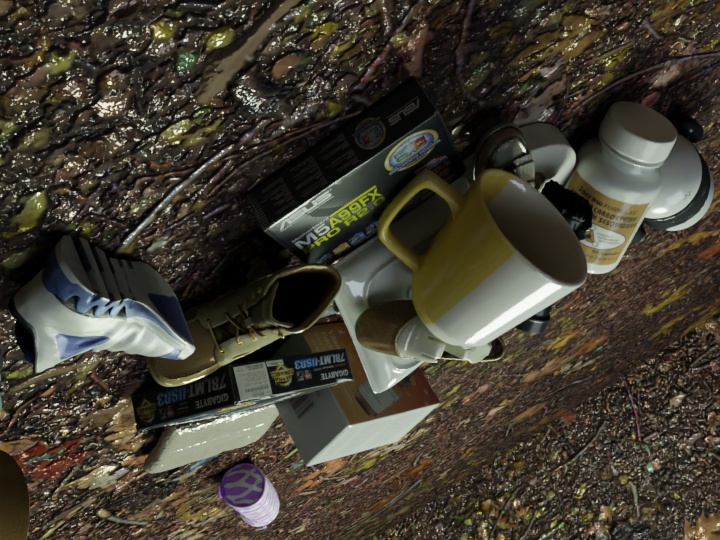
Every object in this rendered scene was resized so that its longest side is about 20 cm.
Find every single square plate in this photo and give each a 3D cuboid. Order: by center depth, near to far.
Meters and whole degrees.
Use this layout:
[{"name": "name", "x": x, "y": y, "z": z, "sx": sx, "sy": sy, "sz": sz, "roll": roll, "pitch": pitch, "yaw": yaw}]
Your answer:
[{"name": "square plate", "x": 0.072, "y": 0.025, "z": 1.080, "sx": 0.199, "sy": 0.028, "sz": 0.200, "roll": -35, "pitch": 130, "yaw": -15}]

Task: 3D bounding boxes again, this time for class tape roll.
[{"name": "tape roll", "x": 0.171, "y": -0.098, "z": 1.159, "sx": 0.201, "sy": 0.037, "sz": 0.203, "roll": -26, "pitch": 157, "yaw": -12}]

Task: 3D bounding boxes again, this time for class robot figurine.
[{"name": "robot figurine", "x": 0.420, "y": -0.124, "z": 1.317, "sx": 0.123, "sy": 0.153, "sz": 0.199, "roll": -10, "pitch": 169, "yaw": 27}]

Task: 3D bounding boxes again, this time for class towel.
[{"name": "towel", "x": -0.206, "y": 0.226, "z": 1.359, "sx": 0.198, "sy": 0.035, "sz": 0.133, "roll": -11, "pitch": 149, "yaw": -39}]

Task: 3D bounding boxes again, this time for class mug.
[{"name": "mug", "x": 0.120, "y": -0.014, "z": 0.991, "sx": 0.153, "sy": 0.187, "sz": 0.149, "roll": -46, "pitch": 167, "yaw": 33}]

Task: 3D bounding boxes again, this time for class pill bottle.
[{"name": "pill bottle", "x": 0.316, "y": -0.105, "z": 1.203, "sx": 0.113, "sy": 0.115, "sz": 0.202, "roll": -14, "pitch": 139, "yaw": -35}]

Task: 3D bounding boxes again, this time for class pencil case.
[{"name": "pencil case", "x": -0.195, "y": 0.400, "z": 1.680, "sx": 0.084, "sy": 0.085, "sz": 0.201, "roll": -5, "pitch": 154, "yaw": -1}]

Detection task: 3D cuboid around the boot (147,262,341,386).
[{"name": "boot", "x": -0.121, "y": 0.055, "z": 0.981, "sx": 0.198, "sy": 0.074, "sz": 0.155, "roll": -26, "pitch": -177, "yaw": -21}]

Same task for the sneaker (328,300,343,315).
[{"name": "sneaker", "x": 0.027, "y": 0.005, "z": 1.132, "sx": 0.198, "sy": 0.080, "sz": 0.090, "roll": -9, "pitch": -178, "yaw": -30}]

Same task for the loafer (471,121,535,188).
[{"name": "loafer", "x": 0.168, "y": -0.079, "z": 1.057, "sx": 0.071, "sy": 0.063, "sz": 0.201, "roll": -23, "pitch": 147, "yaw": -8}]

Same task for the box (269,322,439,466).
[{"name": "box", "x": -0.014, "y": 0.162, "z": 1.311, "sx": 0.199, "sy": 0.153, "sz": 0.106, "roll": -4, "pitch": 146, "yaw": -49}]

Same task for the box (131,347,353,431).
[{"name": "box", "x": -0.144, "y": 0.146, "z": 1.163, "sx": 0.198, "sy": 0.050, "sz": 0.197, "roll": -20, "pitch": 167, "yaw": 39}]

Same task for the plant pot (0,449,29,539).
[{"name": "plant pot", "x": -0.457, "y": 0.243, "z": 0.908, "sx": 0.185, "sy": 0.188, "sz": 0.200, "roll": -36, "pitch": 145, "yaw": 13}]

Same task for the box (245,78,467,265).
[{"name": "box", "x": 0.002, "y": -0.087, "z": 0.952, "sx": 0.199, "sy": 0.045, "sz": 0.160, "roll": -34, "pitch": 159, "yaw": 5}]

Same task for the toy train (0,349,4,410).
[{"name": "toy train", "x": -0.371, "y": 0.105, "z": 0.835, "sx": 0.113, "sy": 0.085, "sz": 0.201, "roll": -30, "pitch": 160, "yaw": -29}]

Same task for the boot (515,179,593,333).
[{"name": "boot", "x": 0.218, "y": -0.033, "z": 1.175, "sx": 0.072, "sy": 0.199, "sz": 0.165, "roll": 12, "pitch": 113, "yaw": -9}]

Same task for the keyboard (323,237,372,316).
[{"name": "keyboard", "x": 0.000, "y": 0.000, "z": 1.178, "sx": 0.056, "sy": 0.011, "sz": 0.200, "roll": -8, "pitch": 148, "yaw": -45}]

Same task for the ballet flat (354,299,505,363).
[{"name": "ballet flat", "x": 0.088, "y": 0.076, "z": 1.051, "sx": 0.198, "sy": 0.072, "sz": 0.069, "roll": 10, "pitch": 108, "yaw": -38}]

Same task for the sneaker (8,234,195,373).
[{"name": "sneaker", "x": -0.251, "y": 0.043, "z": 0.872, "sx": 0.114, "sy": 0.081, "sz": 0.199, "roll": -32, "pitch": 151, "yaw": 11}]
